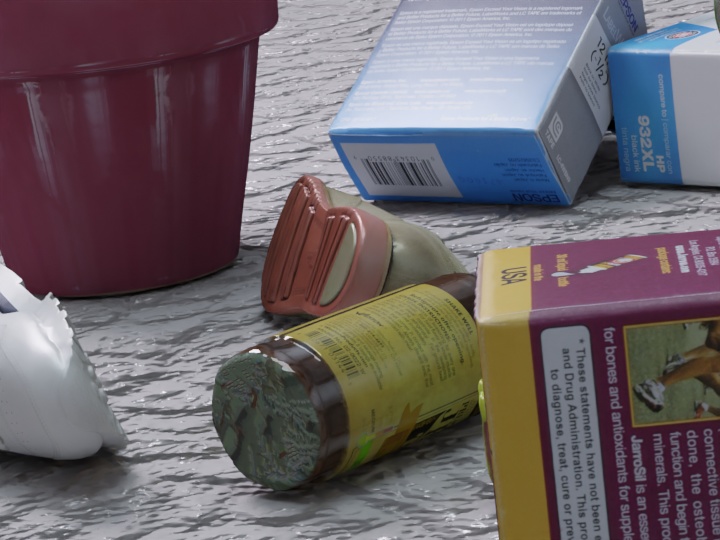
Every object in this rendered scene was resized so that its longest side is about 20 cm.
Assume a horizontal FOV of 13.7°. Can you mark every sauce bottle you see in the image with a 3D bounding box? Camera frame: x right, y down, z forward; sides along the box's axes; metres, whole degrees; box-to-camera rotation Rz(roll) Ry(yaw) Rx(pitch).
[{"bbox_3d":[0.026,0.038,1.272,0.065,0.065,0.200,6,18,44],"label":"sauce bottle"}]

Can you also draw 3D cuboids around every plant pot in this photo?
[{"bbox_3d":[-0.139,-0.087,1.632,0.200,0.179,0.200,-5,13,1],"label":"plant pot"}]

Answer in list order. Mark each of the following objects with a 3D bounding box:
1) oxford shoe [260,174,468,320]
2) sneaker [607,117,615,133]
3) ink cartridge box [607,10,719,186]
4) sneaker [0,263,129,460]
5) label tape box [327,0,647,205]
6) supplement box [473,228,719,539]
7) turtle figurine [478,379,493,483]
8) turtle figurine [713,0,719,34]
[{"bbox_3d":[0.000,0.000,1.487,0.074,0.071,0.200,16,6,-16],"label":"oxford shoe"},{"bbox_3d":[0.117,-0.120,1.839,0.200,0.070,0.078,5,-21,37],"label":"sneaker"},{"bbox_3d":[0.265,-0.100,1.704,0.200,0.084,0.145,5,17,40],"label":"ink cartridge box"},{"bbox_3d":[-0.163,0.052,1.317,0.080,0.077,0.200,-23,13,-17],"label":"sneaker"},{"bbox_3d":[0.088,-0.130,1.760,0.143,0.066,0.200,2,47,34],"label":"label tape box"},{"bbox_3d":[0.142,0.055,0.996,0.200,0.131,0.103,-5,13,4],"label":"supplement box"},{"bbox_3d":[0.135,0.046,1.183,0.161,0.064,0.200,-10,20,18],"label":"turtle figurine"},{"bbox_3d":[0.272,-0.126,1.372,0.194,0.200,0.144,-6,-24,24],"label":"turtle figurine"}]
